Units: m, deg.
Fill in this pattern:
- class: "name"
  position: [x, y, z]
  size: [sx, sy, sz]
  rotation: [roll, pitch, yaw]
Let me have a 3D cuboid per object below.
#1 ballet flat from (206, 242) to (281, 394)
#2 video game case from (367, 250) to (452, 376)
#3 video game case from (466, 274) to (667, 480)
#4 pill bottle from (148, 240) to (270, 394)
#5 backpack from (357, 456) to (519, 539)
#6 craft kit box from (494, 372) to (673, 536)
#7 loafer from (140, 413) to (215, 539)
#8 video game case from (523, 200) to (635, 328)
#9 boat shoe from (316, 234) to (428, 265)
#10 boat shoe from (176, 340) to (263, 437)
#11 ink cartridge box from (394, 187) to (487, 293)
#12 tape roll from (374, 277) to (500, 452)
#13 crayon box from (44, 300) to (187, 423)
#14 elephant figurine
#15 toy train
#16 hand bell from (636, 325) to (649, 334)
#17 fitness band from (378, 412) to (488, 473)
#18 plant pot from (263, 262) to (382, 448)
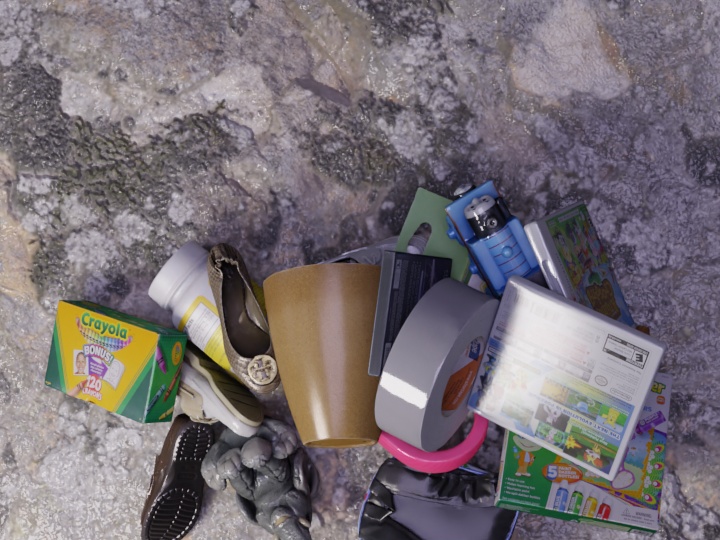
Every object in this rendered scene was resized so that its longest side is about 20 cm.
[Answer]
- class: "ballet flat"
  position: [-0.148, 0.058, 1.602]
  size: [0.067, 0.046, 0.202]
  rotation: [-15, 76, -12]
- class: "video game case"
  position: [0.063, 0.052, 1.536]
  size: [0.019, 0.200, 0.145]
  rotation: [8, 91, 22]
- class: "video game case"
  position: [0.238, 0.126, 1.497]
  size: [0.199, 0.022, 0.184]
  rotation: [25, 115, 20]
- class: "pill bottle"
  position: [-0.176, 0.059, 1.681]
  size: [0.200, 0.114, 0.115]
  rotation: [40, 96, 5]
- class: "backpack"
  position: [0.094, 0.319, 1.635]
  size: [0.189, 0.154, 0.202]
  rotation: [23, 81, 0]
- class: "craft kit box"
  position: [0.277, 0.209, 1.571]
  size: [0.198, 0.049, 0.200]
  rotation: [10, 66, 2]
- class: "loafer"
  position: [-0.249, 0.282, 1.730]
  size: [0.072, 0.071, 0.202]
  rotation: [16, 105, -27]
- class: "video game case"
  position: [0.276, 0.012, 1.579]
  size: [0.022, 0.200, 0.184]
  rotation: [-23, 89, 28]
- class: "boat shoe"
  position: [0.000, 0.000, 1.678]
  size: [0.198, 0.069, 0.073]
  rotation: [-10, 91, 8]
- class: "boat shoe"
  position: [-0.196, 0.168, 1.675]
  size: [0.200, 0.074, 0.069]
  rotation: [39, 101, 47]
- class: "ink cartridge box"
  position: [0.143, -0.004, 1.643]
  size: [0.198, 0.048, 0.147]
  rotation: [21, 94, -12]
- class: "tape roll"
  position: [0.096, 0.113, 1.516]
  size: [0.066, 0.200, 0.202]
  rotation: [25, 95, 23]
- class: "crayon box"
  position: [-0.326, 0.119, 1.690]
  size: [0.198, 0.058, 0.120]
  rotation: [14, 95, 35]
- class: "elephant figurine"
  position: [-0.113, 0.295, 1.681]
  size: [0.141, 0.155, 0.201]
  rotation: [-11, 121, 41]
- class: "toy train"
  position: [0.177, -0.015, 1.564]
  size: [0.086, 0.114, 0.201]
  rotation: [-30, 101, -4]
- class: "hand bell"
  position: [0.345, 0.171, 1.641]
  size: [0.103, 0.104, 0.202]
  rotation: [15, 82, 7]
- class: "fitness band"
  position: [0.073, 0.169, 1.622]
  size: [0.143, 0.038, 0.200]
  rotation: [-39, 60, -24]
- class: "plant pot"
  position: [-0.026, 0.112, 1.560]
  size: [0.184, 0.186, 0.202]
  rotation: [-4, 76, 8]
